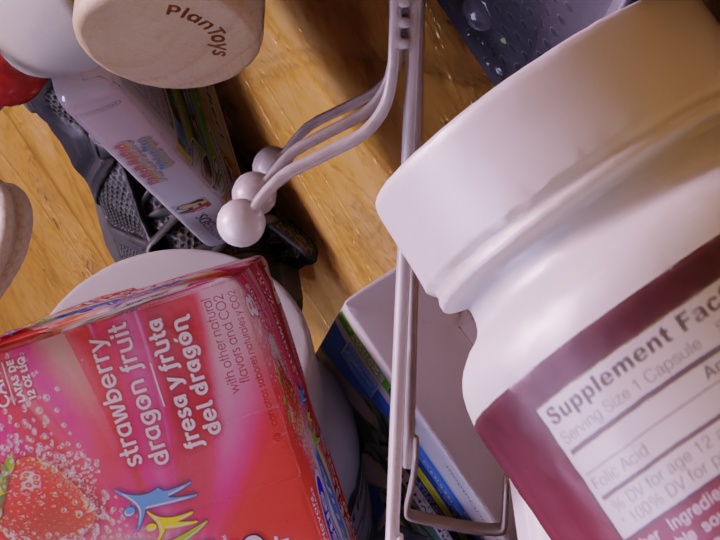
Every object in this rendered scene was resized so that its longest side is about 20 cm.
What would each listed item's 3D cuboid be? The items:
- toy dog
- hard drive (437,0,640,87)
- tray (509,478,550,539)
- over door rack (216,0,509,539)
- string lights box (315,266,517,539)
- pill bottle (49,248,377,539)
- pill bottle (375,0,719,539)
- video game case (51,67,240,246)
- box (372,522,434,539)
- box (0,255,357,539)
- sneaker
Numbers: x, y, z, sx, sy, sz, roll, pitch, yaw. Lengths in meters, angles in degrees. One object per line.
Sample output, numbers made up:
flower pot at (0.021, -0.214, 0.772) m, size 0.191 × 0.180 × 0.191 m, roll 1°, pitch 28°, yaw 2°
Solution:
toy dog at (-0.102, -0.083, 0.800) m, size 0.096 × 0.200 × 0.132 m, roll 31°, pitch -149°, yaw -31°
hard drive at (0.037, -0.123, 0.728) m, size 0.135 × 0.042 × 0.200 m, roll 57°, pitch 166°, yaw 9°
tray at (0.064, 0.081, 0.833) m, size 0.200 × 0.022 × 0.107 m, roll -96°, pitch -17°, yaw -49°
over door rack at (0.000, 0.000, 0.866) m, size 0.148 × 0.067 × 0.200 m, roll -74°, pitch -26°, yaw -81°
string lights box at (0.031, 0.061, 1.065) m, size 0.103 × 0.059 × 0.200 m, roll 56°, pitch 164°, yaw 8°
pill bottle at (-0.052, 0.087, 1.044) m, size 0.114 × 0.114 × 0.200 m, roll 49°, pitch 163°, yaw 33°
pill bottle at (0.096, 0.040, 0.716) m, size 0.200 × 0.114 × 0.114 m, roll 57°, pitch 165°, yaw 9°
video game case at (-0.091, -0.121, 0.973) m, size 0.182 × 0.023 × 0.200 m, roll 50°, pitch -158°, yaw -73°
box at (0.092, 0.167, 0.958) m, size 0.200 × 0.049 × 0.161 m, roll 40°, pitch 171°, yaw -14°
box at (-0.045, 0.104, 0.865) m, size 0.100 × 0.095 × 0.200 m, roll -61°, pitch -47°, yaw -85°
sneaker at (-0.073, -0.040, 1.177) m, size 0.114 × 0.076 × 0.199 m, roll 44°, pitch 162°, yaw 38°
